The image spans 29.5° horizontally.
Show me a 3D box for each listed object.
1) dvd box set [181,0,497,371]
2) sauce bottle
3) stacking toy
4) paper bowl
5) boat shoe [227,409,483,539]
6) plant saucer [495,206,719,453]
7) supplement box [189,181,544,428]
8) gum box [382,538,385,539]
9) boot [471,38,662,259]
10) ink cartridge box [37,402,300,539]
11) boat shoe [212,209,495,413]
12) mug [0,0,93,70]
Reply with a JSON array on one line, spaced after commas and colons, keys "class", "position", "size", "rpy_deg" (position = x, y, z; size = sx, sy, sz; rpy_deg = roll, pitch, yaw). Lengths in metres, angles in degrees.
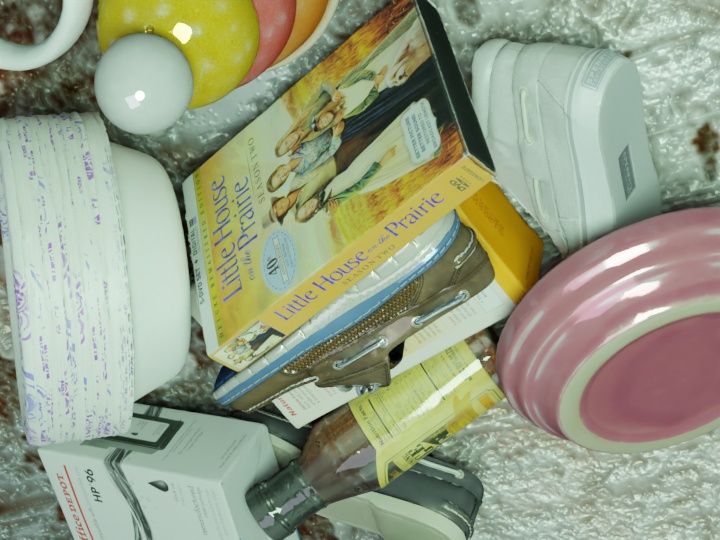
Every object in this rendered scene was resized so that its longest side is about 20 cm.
[{"class": "dvd box set", "position": [-0.021, -0.053, 0.793], "size": [0.200, 0.147, 0.029], "rpy_deg": [-37, 135, 25]}, {"class": "sauce bottle", "position": [0.013, 0.106, 0.909], "size": [0.200, 0.066, 0.066], "rpy_deg": [-37, 110, 8]}, {"class": "stacking toy", "position": [-0.095, -0.137, 0.729], "size": [0.145, 0.200, 0.147], "rpy_deg": [5, 124, 8]}, {"class": "paper bowl", "position": [-0.166, 0.002, 0.848], "size": [0.104, 0.201, 0.202], "rpy_deg": [-7, 126, -16]}, {"class": "boat shoe", "position": [-0.005, 0.140, 0.981], "size": [0.199, 0.063, 0.073], "rpy_deg": [22, 146, 20]}, {"class": "plant saucer", "position": [0.183, 0.048, 0.826], "size": [0.199, 0.051, 0.201], "rpy_deg": [-10, 139, -9]}, {"class": "supplement box", "position": [0.000, 0.000, 0.875], "size": [0.199, 0.074, 0.126], "rpy_deg": [-30, 112, 28]}, {"class": "gum box", "position": [0.031, 0.258, 0.956], "size": [0.066, 0.200, 0.114], "rpy_deg": [16, 92, 2]}, {"class": "boot", "position": [0.121, -0.055, 0.825], "size": [0.095, 0.074, 0.201], "rpy_deg": [19, 141, 33]}, {"class": "ink cartridge box", "position": [-0.154, 0.161, 0.994], "size": [0.199, 0.068, 0.117], "rpy_deg": [5, 125, 28]}, {"class": "boat shoe", "position": [-0.006, 0.038, 0.812], "size": [0.072, 0.072, 0.200], "rpy_deg": [43, 123, -19]}, {"class": "mug", "position": [-0.228, -0.199, 0.750], "size": [0.175, 0.148, 0.200], "rpy_deg": [-30, 106, 38]}]
